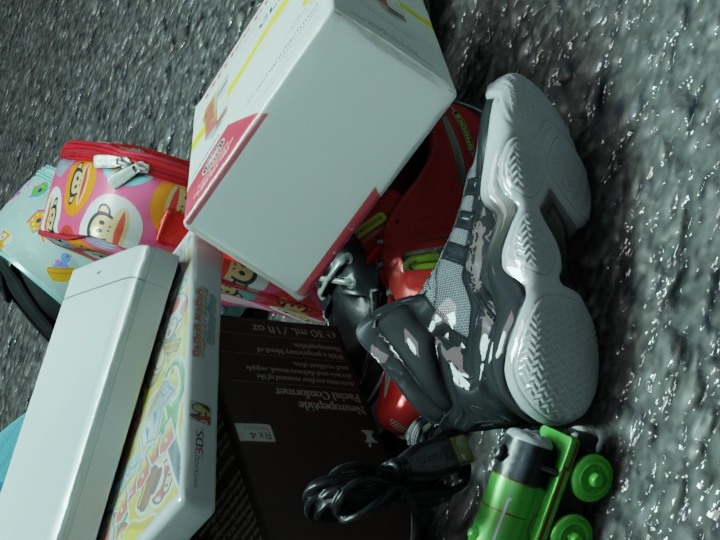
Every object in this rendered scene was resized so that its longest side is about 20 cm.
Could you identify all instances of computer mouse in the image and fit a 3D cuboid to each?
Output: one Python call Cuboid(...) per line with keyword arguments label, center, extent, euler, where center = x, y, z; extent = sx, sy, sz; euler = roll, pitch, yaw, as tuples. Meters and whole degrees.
Cuboid(label="computer mouse", center=(0.007, 0.173, 0.750), extent=(0.044, 0.109, 0.201), euler=(15, 108, 31))

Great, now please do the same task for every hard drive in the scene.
Cuboid(label="hard drive", center=(-0.158, 0.090, 0.867), extent=(0.132, 0.027, 0.201), euler=(-14, 58, 62))

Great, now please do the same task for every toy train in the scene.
Cuboid(label="toy train", center=(0.059, 0.163, 0.733), extent=(0.042, 0.056, 0.201), euler=(17, 88, 66))

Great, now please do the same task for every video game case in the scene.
Cuboid(label="video game case", center=(-0.131, 0.103, 0.859), extent=(0.200, 0.023, 0.183), euler=(-48, 31, 36))

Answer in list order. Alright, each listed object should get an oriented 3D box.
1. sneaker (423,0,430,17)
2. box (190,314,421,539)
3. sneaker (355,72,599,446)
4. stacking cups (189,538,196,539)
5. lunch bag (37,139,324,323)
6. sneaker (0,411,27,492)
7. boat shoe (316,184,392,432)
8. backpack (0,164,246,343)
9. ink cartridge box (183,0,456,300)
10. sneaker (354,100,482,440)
Cuboid(label="sneaker", center=(0.024, -0.182, 1.074), extent=(0.085, 0.078, 0.201), euler=(16, 96, 60))
Cuboid(label="box", center=(-0.038, 0.121, 0.861), extent=(0.075, 0.100, 0.201), euler=(-52, 45, 36))
Cuboid(label="sneaker", center=(0.054, -0.004, 0.814), extent=(0.114, 0.075, 0.201), euler=(-24, 51, 32))
Cuboid(label="stacking cups", center=(-0.082, 0.247, 0.856), extent=(0.060, 0.060, 0.201), euler=(-27, 79, 57))
Cuboid(label="lunch bag", center=(-0.098, -0.022, 1.040), extent=(0.176, 0.199, 0.082), euler=(11, 83, 63))
Cuboid(label="sneaker", center=(-0.203, 0.184, 1.020), extent=(0.079, 0.131, 0.200), euler=(-6, 39, 41))
Cuboid(label="boat shoe", center=(0.000, 0.000, 0.963), extent=(0.072, 0.068, 0.201), euler=(-17, 55, 47))
Cuboid(label="backpack", center=(-0.181, 0.004, 1.201), extent=(0.154, 0.200, 0.176), euler=(-55, 21, -5))
Cuboid(label="ink cartridge box", center=(-0.029, -0.097, 0.916), extent=(0.145, 0.083, 0.200), euler=(-54, 17, 18))
Cuboid(label="sneaker", center=(0.027, -0.004, 0.897), extent=(0.077, 0.085, 0.201), euler=(-28, 46, 59))
